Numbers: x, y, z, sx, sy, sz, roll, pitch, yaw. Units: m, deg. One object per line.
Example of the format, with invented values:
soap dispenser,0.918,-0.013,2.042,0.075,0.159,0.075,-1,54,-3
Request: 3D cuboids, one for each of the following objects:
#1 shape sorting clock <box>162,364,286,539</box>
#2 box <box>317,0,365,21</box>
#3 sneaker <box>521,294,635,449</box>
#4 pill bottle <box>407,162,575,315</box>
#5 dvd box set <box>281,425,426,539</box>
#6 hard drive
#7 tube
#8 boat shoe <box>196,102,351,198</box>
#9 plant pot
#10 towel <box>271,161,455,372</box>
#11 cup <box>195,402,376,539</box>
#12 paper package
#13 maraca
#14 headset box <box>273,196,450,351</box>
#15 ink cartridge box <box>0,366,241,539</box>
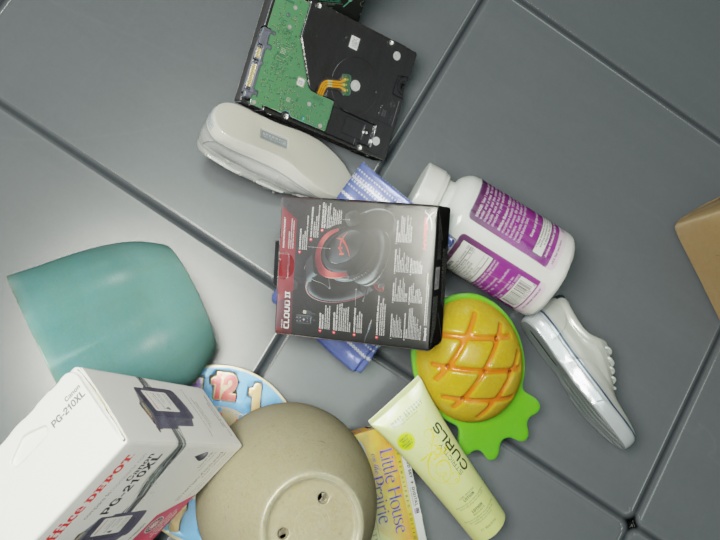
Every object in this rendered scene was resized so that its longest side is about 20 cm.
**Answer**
shape sorting clock,-0.164,0.209,0.873,0.195,0.039,0.205,1,82,-9
box,-0.045,-0.394,0.894,0.121,0.200,0.152,4,81,-8
sneaker,0.281,0.120,0.939,0.070,0.073,0.202,-34,88,-9
pill bottle,0.146,-0.042,0.921,0.197,0.112,0.114,31,78,-4
dvd box set,-0.030,0.267,0.874,0.196,0.029,0.150,-12,90,-18
hard drive,-0.038,-0.230,0.911,0.197,0.038,0.143,17,90,-30
tube,0.093,0.222,0.882,0.202,0.051,0.058,55,39,-12
boat shoe,-0.100,-0.124,0.913,0.197,0.068,0.073,18,55,-31
plant pot,-0.248,0.064,0.806,0.159,0.200,0.204,-26,87,-21
towel,0.000,0.000,0.893,0.144,0.024,0.202,38,102,9
cup,-0.062,0.242,0.776,0.195,0.143,0.206,1,85,-17
paper package,0.507,-0.010,0.930,0.102,0.200,0.194,-26,87,-11
maraca,0.135,0.124,0.901,0.135,0.107,0.203,-27,102,-4
headset box,-0.007,-0.001,0.842,0.195,0.075,0.153,4,94,17
ink cartridge box,-0.220,0.175,0.693,0.145,0.200,0.084,-46,67,4
